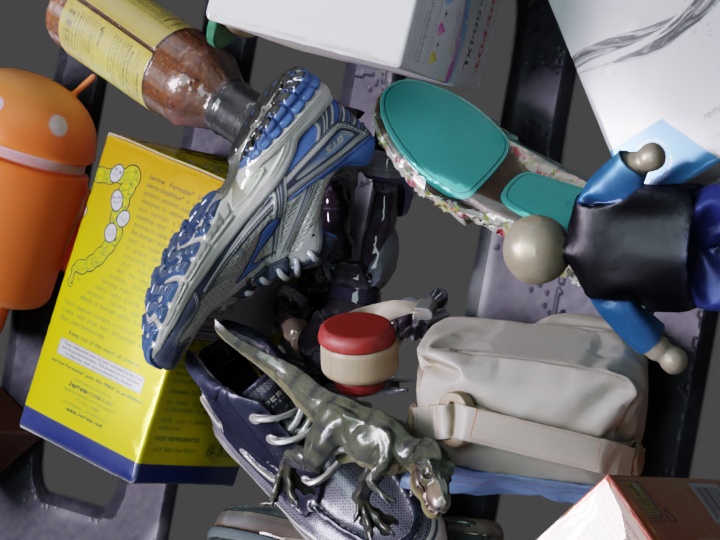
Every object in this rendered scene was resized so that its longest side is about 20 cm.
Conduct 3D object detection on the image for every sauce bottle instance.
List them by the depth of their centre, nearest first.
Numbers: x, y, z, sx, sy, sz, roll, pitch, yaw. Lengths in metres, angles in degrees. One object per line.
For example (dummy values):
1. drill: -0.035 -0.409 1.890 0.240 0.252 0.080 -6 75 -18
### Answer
1. sauce bottle: -0.126 -0.133 1.678 0.200 0.066 0.066 38 106 32

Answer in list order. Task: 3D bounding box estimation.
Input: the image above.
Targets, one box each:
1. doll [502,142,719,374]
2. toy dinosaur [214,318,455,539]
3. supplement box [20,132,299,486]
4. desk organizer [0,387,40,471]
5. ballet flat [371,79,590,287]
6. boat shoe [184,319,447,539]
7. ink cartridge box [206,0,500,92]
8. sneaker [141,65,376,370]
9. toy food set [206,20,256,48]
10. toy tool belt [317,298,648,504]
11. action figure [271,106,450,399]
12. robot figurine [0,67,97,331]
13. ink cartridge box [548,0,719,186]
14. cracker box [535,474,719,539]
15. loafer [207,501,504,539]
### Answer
1. doll: 0.177 -0.007 1.413 0.198 0.049 0.138 1 112 12
2. toy dinosaur: -0.013 0.104 1.458 0.199 0.047 0.089 30 127 35
3. supplement box: -0.122 0.027 1.631 0.109 0.109 0.201 23 98 34
4. desk organizer: -0.318 0.081 1.782 0.200 0.077 0.072 42 109 30
5. ballet flat: 0.086 -0.042 1.509 0.199 0.064 0.076 34 63 26
6. boat shoe: -0.033 0.108 1.524 0.075 0.093 0.200 -45 51 -16
7. ink cartridge box: 0.011 -0.188 1.520 0.124 0.200 0.130 15 94 17
8. sneaker: -0.059 -0.017 1.518 0.201 0.085 0.077 -56 15 6
9. toy food set: -0.058 -0.236 1.568 0.048 0.198 0.201 15 69 14
10. toy tool belt: 0.072 0.095 1.476 0.198 0.125 0.124 5 112 14
11. action figure: 0.000 0.000 1.578 0.129 0.069 0.202 8 94 28
12. robot figurine: -0.250 -0.051 1.723 0.143 0.116 0.201 25 99 33
13. ink cartridge box: 0.181 -0.144 1.462 0.115 0.067 0.201 -32 68 29
14. cracker box: 0.118 0.198 1.430 0.200 0.134 0.058 -46 62 22
15. loafer: 0.000 0.170 1.568 0.199 0.072 0.063 11 64 30
